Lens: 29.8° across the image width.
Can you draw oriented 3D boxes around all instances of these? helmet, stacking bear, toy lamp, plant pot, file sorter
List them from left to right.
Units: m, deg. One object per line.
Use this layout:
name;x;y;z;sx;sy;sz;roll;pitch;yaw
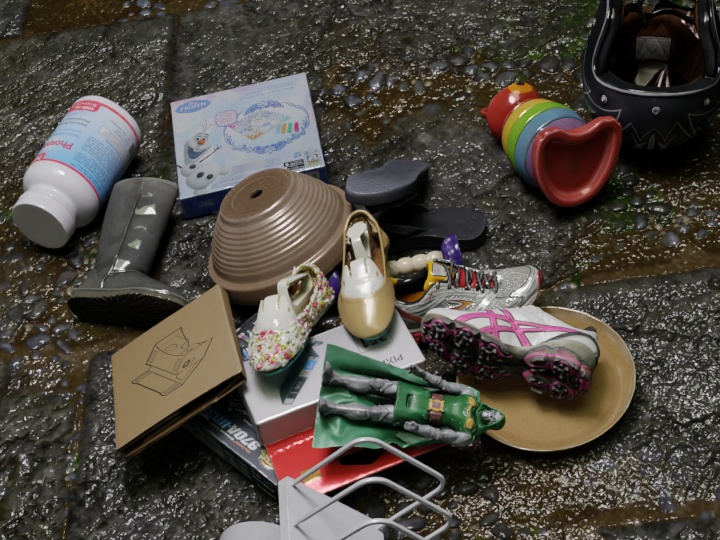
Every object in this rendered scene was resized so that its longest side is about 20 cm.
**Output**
plant pot;-0.108;-0.058;1.653;0.199;0.093;0.202;-19;35;14
file sorter;0.015;0.282;1.290;0.124;0.138;0.201;-37;39;28
toy lamp;0.024;0.001;1.635;0.198;0.059;0.059;-14;46;-2
stacking bear;0.227;-0.174;1.720;0.120;0.115;0.200;-13;34;-18
plant pot;0.206;0.124;1.504;0.197;0.028;0.202;-6;48;6
helmet;0.369;-0.248;1.700;0.197;0.200;0.193;2;88;13

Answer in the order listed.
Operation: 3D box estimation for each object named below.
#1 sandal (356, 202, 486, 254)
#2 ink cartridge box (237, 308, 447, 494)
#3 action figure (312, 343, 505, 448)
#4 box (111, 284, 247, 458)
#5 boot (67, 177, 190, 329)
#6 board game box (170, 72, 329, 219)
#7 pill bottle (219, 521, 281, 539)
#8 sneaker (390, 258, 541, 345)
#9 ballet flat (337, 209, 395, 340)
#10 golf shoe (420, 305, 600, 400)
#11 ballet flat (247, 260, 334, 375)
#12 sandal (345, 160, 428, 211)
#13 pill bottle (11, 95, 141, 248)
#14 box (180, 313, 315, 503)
sandal;0.058;-0.060;1.693;0.197;0.043;0.077;-5;47;7
ink cartridge box;-0.018;0.142;1.459;0.198;0.045;0.177;-20;46;-10
action figure;0.055;0.142;1.414;0.197;0.055;0.119;9;66;-4
box;-0.210;0.110;1.535;0.163;0.021;0.200;-33;29;6
boot;-0.266;-0.026;1.708;0.180;0.073;0.201;7;49;17
board game box;-0.153;-0.173;1.839;0.197;0.044;0.200;-12;48;0
pill bottle;-0.106;0.350;1.294;0.118;0.120;0.202;-2;48;10
sneaker;0.110;0.028;1.549;0.198;0.083;0.078;-13;34;12
ballet flat;0.000;0.000;1.534;0.068;0.064;0.201;-17;32;8
golf shoe;0.165;0.077;1.494;0.198;0.073;0.092;16;46;12
ballet flat;-0.084;0.048;1.502;0.075;0.065;0.200;-12;18;19
sandal;0.040;-0.101;1.682;0.075;0.043;0.200;9;16;21
pill bottle;-0.380;-0.130;1.801;0.107;0.109;0.201;9;50;19
box;-0.103;0.152;1.527;0.199;0.046;0.159;31;59;32
